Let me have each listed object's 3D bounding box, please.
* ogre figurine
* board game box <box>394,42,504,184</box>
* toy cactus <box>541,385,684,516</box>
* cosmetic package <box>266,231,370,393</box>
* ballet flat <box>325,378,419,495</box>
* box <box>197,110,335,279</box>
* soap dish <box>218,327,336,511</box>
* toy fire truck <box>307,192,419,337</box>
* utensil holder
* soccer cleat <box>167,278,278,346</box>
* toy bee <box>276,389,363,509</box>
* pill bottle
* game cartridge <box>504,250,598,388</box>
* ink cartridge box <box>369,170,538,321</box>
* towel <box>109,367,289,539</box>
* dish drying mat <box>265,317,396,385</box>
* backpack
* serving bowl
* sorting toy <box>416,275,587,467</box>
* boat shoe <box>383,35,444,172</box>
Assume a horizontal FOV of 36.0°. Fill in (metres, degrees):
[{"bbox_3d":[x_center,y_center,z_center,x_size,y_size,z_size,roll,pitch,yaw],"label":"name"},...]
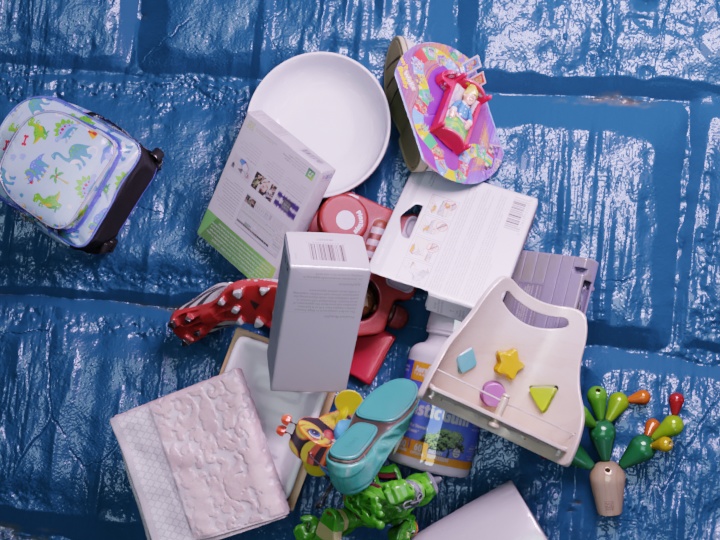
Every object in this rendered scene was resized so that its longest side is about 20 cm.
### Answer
[{"bbox_3d":[0.019,0.288,1.355,0.098,0.120,0.200,52,127,26],"label":"ogre figurine"},{"bbox_3d":[0.129,-0.214,1.455,0.039,0.158,0.201,-25,80,48],"label":"board game box"},{"bbox_3d":[0.318,0.231,1.417,0.199,0.102,0.166,-6,93,-1],"label":"toy cactus"},{"bbox_3d":[-0.055,0.054,1.361,0.101,0.074,0.200,4,128,-13],"label":"cosmetic package"},{"bbox_3d":[0.014,0.203,1.332,0.067,0.200,0.071,11,117,23],"label":"ballet flat"},{"bbox_3d":[-0.129,-0.090,1.474,0.144,0.036,0.200,40,119,23],"label":"box"},{"bbox_3d":[-0.124,0.196,1.479,0.157,0.081,0.201,20,87,10],"label":"soap dish"},{"bbox_3d":[0.000,0.000,1.469,0.168,0.112,0.201,21,77,-9],"label":"toy fire truck"},{"bbox_3d":[0.145,0.380,1.380,0.200,0.170,0.170,-31,81,2],"label":"utensil holder"},{"bbox_3d":[-0.168,0.042,1.475,0.200,0.085,0.069,-20,113,29],"label":"soccer cleat"},{"bbox_3d":[-0.043,0.204,1.385,0.109,0.200,0.131,33,94,13],"label":"toy bee"},{"bbox_3d":[0.108,0.158,1.436,0.112,0.112,0.201,12,86,9],"label":"pill bottle"},{"bbox_3d":[0.230,0.076,1.430,0.038,0.130,0.201,17,86,-34],"label":"game cartridge"},{"bbox_3d":[0.121,-0.035,1.443,0.173,0.044,0.200,18,56,11],"label":"ink cartridge box"},{"bbox_3d":[-0.209,0.249,1.429,0.190,0.032,0.201,-20,84,6],"label":"towel"},{"bbox_3d":[-0.055,0.075,1.515,0.200,0.018,0.077,29,88,9],"label":"dish drying mat"},{"bbox_3d":[-0.409,-0.141,1.522,0.200,0.147,0.183,29,86,12],"label":"backpack"},{"bbox_3d":[-0.053,-0.192,1.518,0.199,0.066,0.201,-1,83,8],"label":"serving bowl"},{"bbox_3d":[0.185,0.109,1.336,0.200,0.107,0.180,26,86,-5],"label":"sorting toy"},{"bbox_3d":[0.083,-0.224,1.504,0.068,0.075,0.201,-2,71,-23],"label":"boat shoe"}]
